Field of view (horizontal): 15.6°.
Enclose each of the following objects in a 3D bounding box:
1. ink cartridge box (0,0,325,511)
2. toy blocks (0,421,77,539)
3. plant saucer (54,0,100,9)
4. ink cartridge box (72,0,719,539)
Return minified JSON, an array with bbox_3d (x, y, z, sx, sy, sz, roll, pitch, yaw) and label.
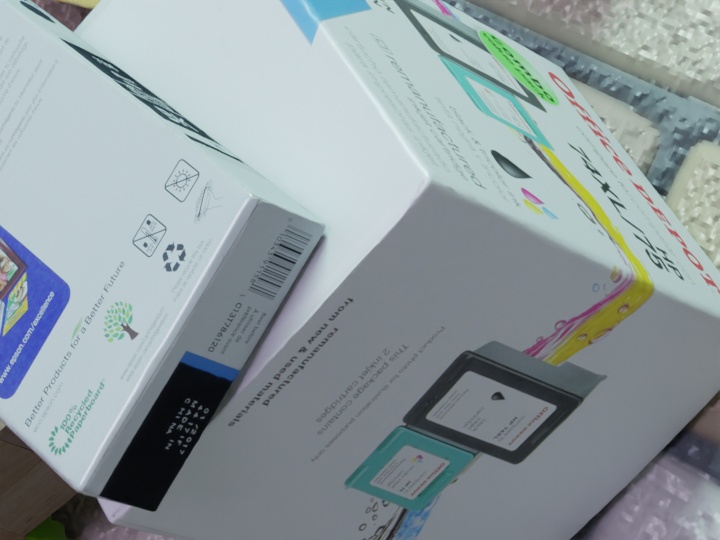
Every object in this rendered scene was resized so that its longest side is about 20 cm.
[{"bbox_3d":[-0.104,-0.022,0.788,0.200,0.039,0.100,38,101,38],"label":"ink cartridge box"},{"bbox_3d":[-0.155,0.041,1.049,0.200,0.100,0.137,-39,43,35],"label":"toy blocks"},{"bbox_3d":[-0.050,-0.190,1.049,0.199,0.048,0.201,17,88,40],"label":"plant saucer"},{"bbox_3d":[0.000,0.000,0.855,0.146,0.199,0.147,-46,54,17],"label":"ink cartridge box"}]
